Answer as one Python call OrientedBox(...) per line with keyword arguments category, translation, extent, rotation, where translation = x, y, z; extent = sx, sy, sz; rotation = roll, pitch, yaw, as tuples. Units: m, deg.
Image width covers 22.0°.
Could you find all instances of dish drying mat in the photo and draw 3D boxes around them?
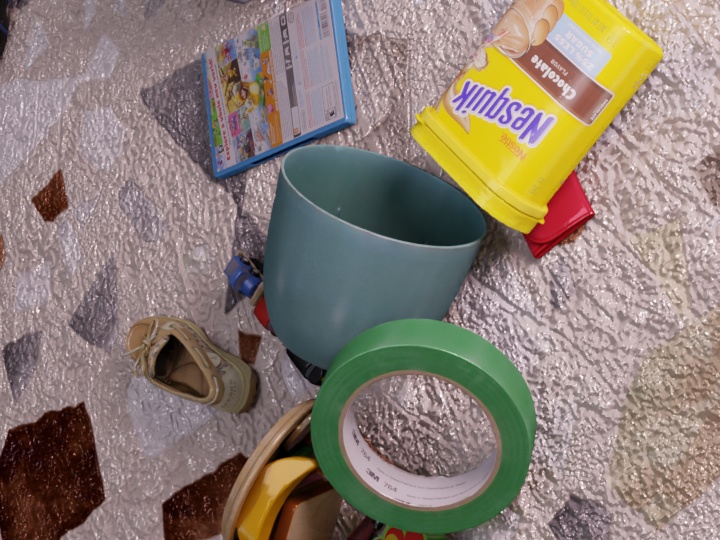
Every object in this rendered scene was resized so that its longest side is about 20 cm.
OrientedBox(category="dish drying mat", translation=(0.148, -0.114, 1.708), extent=(0.077, 0.018, 0.201), rotation=(-39, 60, 32))

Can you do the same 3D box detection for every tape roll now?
OrientedBox(category="tape roll", translation=(0.056, 0.141, 1.655), extent=(0.199, 0.048, 0.202), rotation=(6, 120, 10))

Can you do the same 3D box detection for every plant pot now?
OrientedBox(category="plant pot", translation=(0.000, 0.000, 1.720), extent=(0.200, 0.200, 0.162), rotation=(39, 121, 39))

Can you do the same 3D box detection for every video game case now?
OrientedBox(category="video game case", translation=(-0.089, -0.192, 1.942), extent=(0.199, 0.018, 0.144), rotation=(-19, 72, 40))

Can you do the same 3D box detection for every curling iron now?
OrientedBox(category="curling iron", translation=(-0.011, 0.269, 1.788), extent=(0.026, 0.050, 0.200), rotation=(43, 124, 11))

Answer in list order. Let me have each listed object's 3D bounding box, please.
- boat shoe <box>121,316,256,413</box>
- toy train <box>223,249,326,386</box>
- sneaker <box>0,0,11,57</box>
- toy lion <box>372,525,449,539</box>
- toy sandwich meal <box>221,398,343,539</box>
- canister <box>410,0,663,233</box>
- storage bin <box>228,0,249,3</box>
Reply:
OrientedBox(category="boat shoe", translation=(-0.193, 0.095, 1.968), extent=(0.199, 0.062, 0.074), rotation=(20, 99, 43))
OrientedBox(category="toy train", translation=(-0.085, 0.048, 1.885), extent=(0.200, 0.046, 0.034), rotation=(50, 117, 35))
OrientedBox(category="sneaker", translation=(-0.465, -0.352, 2.275), extent=(0.077, 0.076, 0.201), rotation=(30, 103, 37))
OrientedBox(category="toy lion", translation=(0.063, 0.335, 1.703), extent=(0.191, 0.068, 0.201), rotation=(-3, 83, 50))
OrientedBox(category="toy sandwich meal", translation=(-0.059, 0.215, 1.758), extent=(0.070, 0.205, 0.206), rotation=(31, 107, 20))
OrientedBox(category="canister", translation=(0.157, -0.157, 1.646), extent=(0.200, 0.086, 0.149), rotation=(-52, 56, 15))
OrientedBox(category="storage bin", translation=(-0.136, -0.344, 1.903), extent=(0.199, 0.134, 0.146), rotation=(20, 143, 43))
